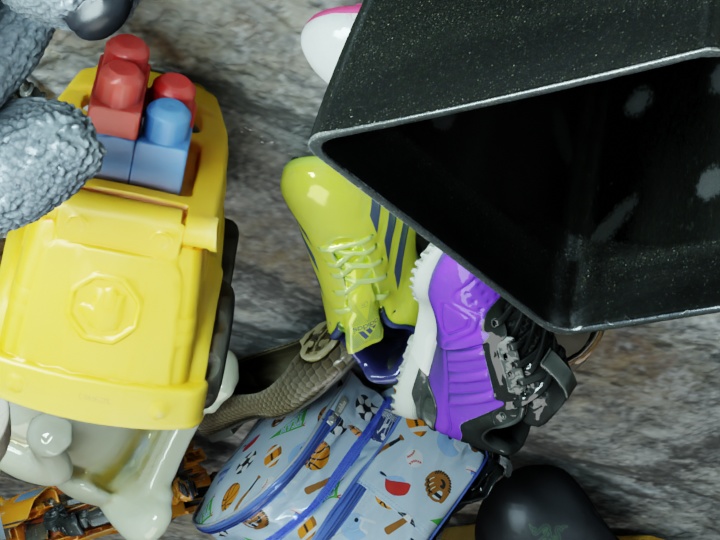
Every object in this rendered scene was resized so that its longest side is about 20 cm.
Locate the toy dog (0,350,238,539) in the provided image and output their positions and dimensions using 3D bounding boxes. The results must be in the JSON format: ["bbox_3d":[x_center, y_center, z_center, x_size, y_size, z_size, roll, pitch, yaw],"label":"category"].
[{"bbox_3d":[-0.208,0.058,1.600,0.200,0.140,0.194,29,-175,-40],"label":"toy dog"}]

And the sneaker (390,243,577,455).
[{"bbox_3d":[0.082,0.035,1.428,0.099,0.070,0.200,32,146,17],"label":"sneaker"}]

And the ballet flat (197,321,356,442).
[{"bbox_3d":[-0.059,0.066,1.636,0.046,0.067,0.200,51,146,-9],"label":"ballet flat"}]

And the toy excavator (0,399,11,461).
[{"bbox_3d":[-0.280,0.013,1.413,0.194,0.200,0.100,10,156,-2],"label":"toy excavator"}]

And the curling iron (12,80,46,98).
[{"bbox_3d":[-0.211,-0.063,1.434,0.050,0.026,0.200,14,155,-5],"label":"curling iron"}]

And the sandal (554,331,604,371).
[{"bbox_3d":[0.120,0.027,1.483,0.082,0.055,0.200,14,155,-10],"label":"sandal"}]

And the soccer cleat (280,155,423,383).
[{"bbox_3d":[0.001,0.000,1.431,0.065,0.084,0.200,1,154,16],"label":"soccer cleat"}]

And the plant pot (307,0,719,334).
[{"bbox_3d":[0.122,-0.103,1.062,0.199,0.178,0.200,-11,150,35],"label":"plant pot"}]

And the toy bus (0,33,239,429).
[{"bbox_3d":[-0.125,-0.042,1.327,0.136,0.200,0.192,10,119,-4],"label":"toy bus"}]

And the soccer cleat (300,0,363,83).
[{"bbox_3d":[0.057,-0.068,1.264,0.200,0.086,0.070,22,152,-26],"label":"soccer cleat"}]

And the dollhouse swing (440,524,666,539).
[{"bbox_3d":[0.150,0.297,1.940,0.176,0.182,0.200,12,157,19],"label":"dollhouse swing"}]

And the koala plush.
[{"bbox_3d":[-0.150,-0.151,1.113,0.200,0.184,0.177,-29,149,23],"label":"koala plush"}]

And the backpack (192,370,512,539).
[{"bbox_3d":[-0.020,0.170,1.678,0.154,0.191,0.200,33,150,-12],"label":"backpack"}]

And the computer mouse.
[{"bbox_3d":[0.158,0.216,1.807,0.200,0.138,0.053,48,179,-36],"label":"computer mouse"}]

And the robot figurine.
[{"bbox_3d":[-0.191,0.169,1.851,0.200,0.058,0.145,-19,175,43],"label":"robot figurine"}]
